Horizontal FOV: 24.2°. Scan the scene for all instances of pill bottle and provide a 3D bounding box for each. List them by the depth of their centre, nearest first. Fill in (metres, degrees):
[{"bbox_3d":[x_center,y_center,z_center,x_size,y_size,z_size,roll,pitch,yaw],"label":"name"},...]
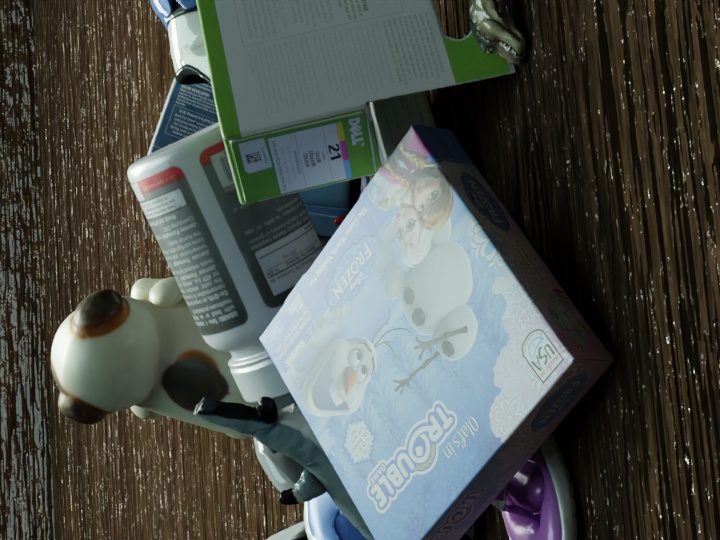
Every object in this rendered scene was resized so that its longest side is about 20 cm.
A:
[{"bbox_3d":[-0.087,-0.010,1.275,0.201,0.113,0.114,66,163,-8],"label":"pill bottle"}]

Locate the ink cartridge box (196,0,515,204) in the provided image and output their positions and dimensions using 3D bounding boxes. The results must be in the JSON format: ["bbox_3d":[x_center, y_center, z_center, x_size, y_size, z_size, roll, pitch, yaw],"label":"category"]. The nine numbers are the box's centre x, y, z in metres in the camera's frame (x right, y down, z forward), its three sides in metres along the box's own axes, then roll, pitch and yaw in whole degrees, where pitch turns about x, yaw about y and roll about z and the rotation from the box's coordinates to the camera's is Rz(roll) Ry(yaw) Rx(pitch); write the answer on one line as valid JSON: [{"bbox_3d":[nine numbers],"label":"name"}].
[{"bbox_3d":[-0.004,-0.143,1.163,0.076,0.198,0.149,79,178,-54],"label":"ink cartridge box"}]

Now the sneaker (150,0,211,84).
[{"bbox_3d":[-0.064,-0.177,1.319,0.081,0.198,0.116,21,-118,-79],"label":"sneaker"}]

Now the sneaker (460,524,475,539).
[{"bbox_3d":[0.056,0.152,1.168,0.082,0.074,0.202,33,132,58],"label":"sneaker"}]

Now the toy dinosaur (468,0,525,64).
[{"bbox_3d":[0.082,-0.238,1.096,0.088,0.047,0.202,119,150,-68],"label":"toy dinosaur"}]

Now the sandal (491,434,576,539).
[{"bbox_3d":[0.087,0.111,1.079,0.083,0.049,0.204,112,151,-49],"label":"sandal"}]

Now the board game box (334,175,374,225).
[{"bbox_3d":[0.000,0.000,1.264,0.200,0.039,0.159,98,161,-75],"label":"board game box"}]

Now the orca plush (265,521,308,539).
[{"bbox_3d":[-0.061,0.275,1.508,0.071,0.105,0.200,55,153,2],"label":"orca plush"}]

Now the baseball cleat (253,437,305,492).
[{"bbox_3d":[-0.061,0.101,1.494,0.107,0.069,0.201,112,150,-53],"label":"baseball cleat"}]

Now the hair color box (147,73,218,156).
[{"bbox_3d":[-0.122,-0.173,1.420,0.100,0.060,0.201,-128,58,-80],"label":"hair color box"}]

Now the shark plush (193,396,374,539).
[{"bbox_3d":[-0.028,0.146,1.230,0.084,0.199,0.091,-58,33,10],"label":"shark plush"}]

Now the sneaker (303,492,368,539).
[{"bbox_3d":[-0.008,0.142,1.323,0.112,0.076,0.201,96,169,-49],"label":"sneaker"}]

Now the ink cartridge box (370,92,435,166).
[{"bbox_3d":[0.042,-0.028,1.222,0.177,0.044,0.201,85,173,-54],"label":"ink cartridge box"}]

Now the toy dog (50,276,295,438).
[{"bbox_3d":[-0.159,0.082,1.403,0.194,0.198,0.140,-112,35,-57],"label":"toy dog"}]

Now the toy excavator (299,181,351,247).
[{"bbox_3d":[-0.047,-0.085,1.425,0.194,0.099,0.202,-150,69,-82],"label":"toy excavator"}]

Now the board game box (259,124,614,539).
[{"bbox_3d":[0.039,0.049,1.061,0.200,0.043,0.200,-54,54,30],"label":"board game box"}]
